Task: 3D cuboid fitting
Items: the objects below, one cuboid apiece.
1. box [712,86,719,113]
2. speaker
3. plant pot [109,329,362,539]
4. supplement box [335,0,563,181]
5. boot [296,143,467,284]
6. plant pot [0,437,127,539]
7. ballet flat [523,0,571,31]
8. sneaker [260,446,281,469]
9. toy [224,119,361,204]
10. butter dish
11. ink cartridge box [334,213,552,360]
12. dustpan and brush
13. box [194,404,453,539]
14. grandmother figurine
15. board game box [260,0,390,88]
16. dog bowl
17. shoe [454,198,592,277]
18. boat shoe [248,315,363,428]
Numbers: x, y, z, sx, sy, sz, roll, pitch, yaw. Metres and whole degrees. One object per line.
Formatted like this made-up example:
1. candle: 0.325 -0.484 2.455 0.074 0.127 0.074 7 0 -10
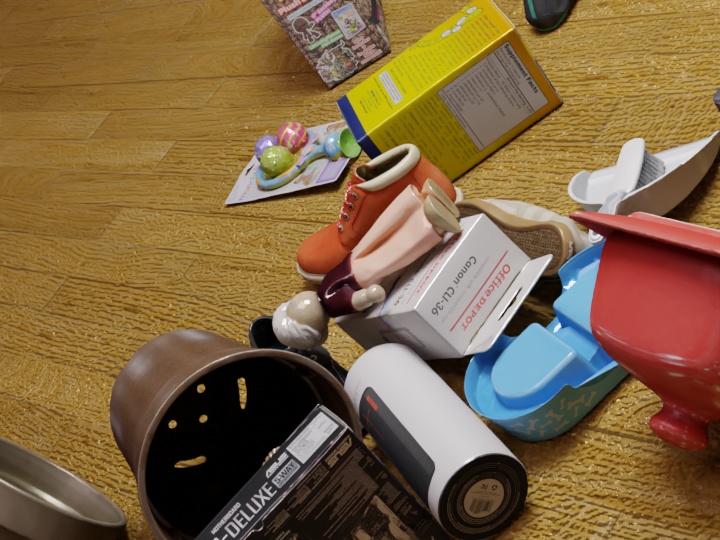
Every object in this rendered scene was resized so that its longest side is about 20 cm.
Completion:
1. box: 0.396 -0.166 1.114 0.106 0.122 0.200 12 58 51
2. speaker: 0.058 0.137 1.135 0.081 0.081 0.200 -41 33 -2
3. plant pot: -0.130 0.146 1.228 0.200 0.200 0.198 -47 26 -11
4. supplement box: 0.092 -0.180 1.454 0.200 0.109 0.110 -35 33 7
5. boot: 0.001 -0.060 1.408 0.200 0.107 0.075 -27 36 23
6. plant pot: -0.352 0.271 1.316 0.200 0.200 0.174 23 84 55
7. ballet flat: 0.232 -0.363 1.570 0.073 0.073 0.200 -5 46 42
8. sneaker: -0.049 0.247 1.135 0.070 0.108 0.200 28 102 53
9. toy: -0.084 -0.145 1.650 0.200 0.047 0.115 -5 45 42
10. butter dish: 0.250 0.056 0.974 0.200 0.199 0.148 20 88 55
11. ink cartridge box: 0.072 0.017 1.229 0.117 0.067 0.200 -54 19 -21
12. dustpan and brush: 0.233 -0.067 1.194 0.139 0.057 0.200 -16 31 32
13. box: -0.044 0.228 1.057 0.200 0.158 0.050 -47 33 -10
14. grandmother figurine: 0.000 0.000 1.233 0.200 0.061 0.121 -40 9 17
15. board game box: -0.061 -0.364 1.747 0.097 0.200 0.160 -30 34 16
16. dog bowl: 0.178 0.060 1.134 0.200 0.050 0.111 -43 33 -5
17. shoe: 0.148 -0.028 1.273 0.053 0.070 0.200 -6 13 -29
18. boat shoe: -0.055 0.094 1.313 0.070 0.066 0.200 -42 32 -2
